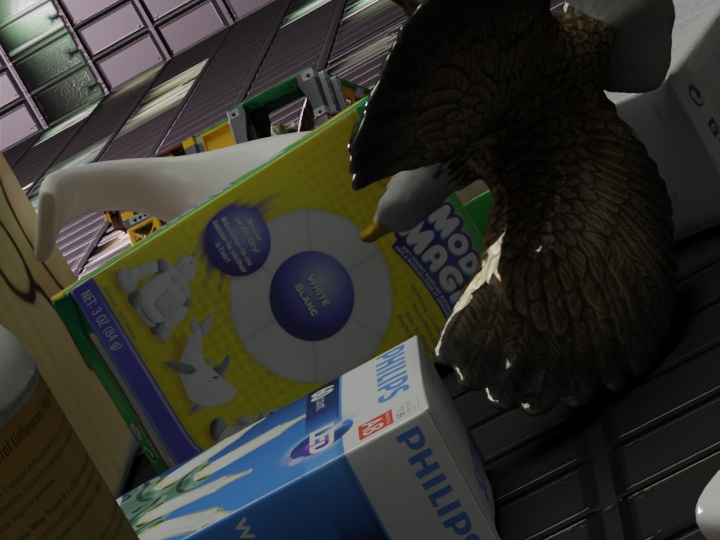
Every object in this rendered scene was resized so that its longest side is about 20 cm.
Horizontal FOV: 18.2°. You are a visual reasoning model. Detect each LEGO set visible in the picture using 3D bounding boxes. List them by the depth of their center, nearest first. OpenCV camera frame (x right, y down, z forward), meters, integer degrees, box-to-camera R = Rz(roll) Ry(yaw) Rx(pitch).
[{"bbox_3d":[-0.041,-0.022,1.267,0.199,0.117,0.154,-23,-16,15],"label":"LEGO set"}]

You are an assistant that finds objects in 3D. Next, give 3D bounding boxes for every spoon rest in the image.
[{"bbox_3d":[-0.067,-0.030,1.150,0.198,0.100,0.061,4,28,-12],"label":"spoon rest"}]

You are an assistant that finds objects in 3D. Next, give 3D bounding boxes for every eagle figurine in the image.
[{"bbox_3d":[0.055,-0.053,0.874,0.151,0.152,0.200,13,19,-11],"label":"eagle figurine"}]

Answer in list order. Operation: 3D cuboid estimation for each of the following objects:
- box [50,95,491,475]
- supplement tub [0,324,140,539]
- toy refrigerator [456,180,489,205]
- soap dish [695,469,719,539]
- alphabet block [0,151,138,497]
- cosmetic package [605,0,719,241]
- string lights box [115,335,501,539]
[{"bbox_3d":[-0.020,0.007,0.983,0.199,0.118,0.048,-34,6,-21],"label":"box"},{"bbox_3d":[-0.131,0.103,0.648,0.144,0.201,0.145,-28,12,6],"label":"supplement tub"},{"bbox_3d":[0.000,0.000,1.093,0.199,0.070,0.076,-32,19,-10],"label":"toy refrigerator"},{"bbox_3d":[0.183,0.032,0.482,0.200,0.082,0.157,-37,14,-30],"label":"soap dish"},{"bbox_3d":[-0.241,0.055,1.112,0.196,0.201,0.195,-29,11,6],"label":"alphabet block"},{"bbox_3d":[0.145,-0.077,1.048,0.101,0.072,0.200,-23,14,32],"label":"cosmetic package"},{"bbox_3d":[-0.052,0.105,0.793,0.199,0.059,0.103,-29,11,5],"label":"string lights box"}]
